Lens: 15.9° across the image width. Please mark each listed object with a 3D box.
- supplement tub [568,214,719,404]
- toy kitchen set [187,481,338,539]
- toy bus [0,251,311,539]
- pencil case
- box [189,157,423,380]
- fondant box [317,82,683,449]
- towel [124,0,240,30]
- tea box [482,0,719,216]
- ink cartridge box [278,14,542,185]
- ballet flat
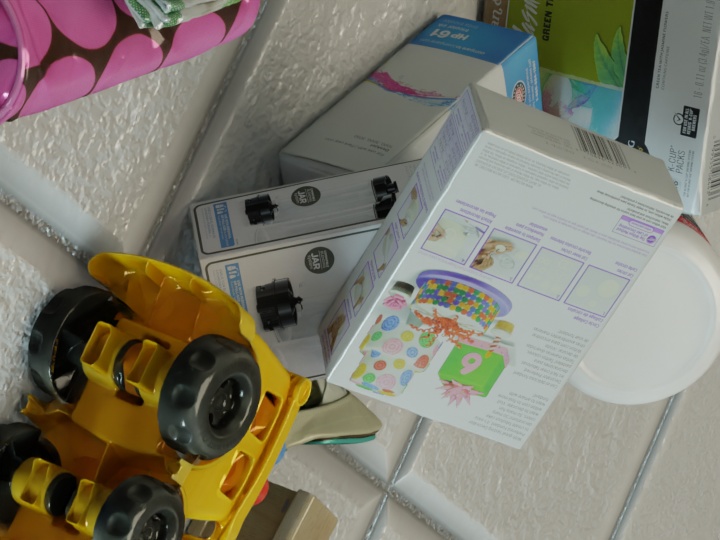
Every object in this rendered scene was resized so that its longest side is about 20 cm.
[{"bbox_3d":[0.185,0.001,1.879,0.200,0.139,0.141,-103,-162,-70],"label":"supplement tub"},{"bbox_3d":[-0.088,0.213,1.616,0.201,0.162,0.181,-62,147,-16],"label":"toy kitchen set"},{"bbox_3d":[-0.119,0.117,1.542,0.201,0.135,0.192,-63,147,-11],"label":"toy bus"},{"bbox_3d":[-0.149,-0.147,1.414,0.200,0.090,0.094,-29,118,-46],"label":"pencil case"},{"bbox_3d":[0.000,0.000,1.626,0.060,0.198,0.117,-106,-174,-53],"label":"box"},{"bbox_3d":[0.082,0.001,1.569,0.143,0.058,0.201,20,118,-22],"label":"fondant box"},{"bbox_3d":[-0.085,-0.220,1.434,0.199,0.150,0.031,-26,170,-46],"label":"towel"},{"bbox_3d":[0.199,-0.166,1.839,0.133,0.196,0.202,-19,120,-52],"label":"tea box"},{"bbox_3d":[0.039,-0.061,1.751,0.200,0.084,0.145,-43,138,-40],"label":"ink cartridge box"},{"bbox_3d":[-0.051,0.092,1.712,0.199,0.069,0.070,-9,113,-55],"label":"ballet flat"}]
